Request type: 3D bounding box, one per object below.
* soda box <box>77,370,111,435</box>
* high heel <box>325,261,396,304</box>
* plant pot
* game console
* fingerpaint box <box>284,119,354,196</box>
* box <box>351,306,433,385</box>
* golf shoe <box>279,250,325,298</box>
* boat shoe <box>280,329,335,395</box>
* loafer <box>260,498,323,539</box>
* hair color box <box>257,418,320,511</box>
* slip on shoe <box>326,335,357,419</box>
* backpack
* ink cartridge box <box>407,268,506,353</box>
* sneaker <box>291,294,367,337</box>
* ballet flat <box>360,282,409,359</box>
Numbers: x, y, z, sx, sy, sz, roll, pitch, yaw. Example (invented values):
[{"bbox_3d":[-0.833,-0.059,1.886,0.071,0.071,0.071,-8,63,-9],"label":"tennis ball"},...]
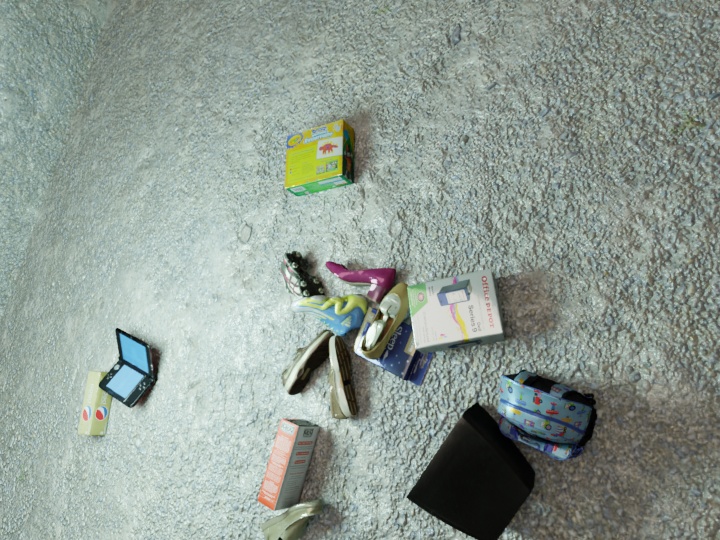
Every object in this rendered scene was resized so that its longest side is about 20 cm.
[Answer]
[{"bbox_3d":[-0.877,0.441,1.763,0.066,0.064,0.205,-3,75,30],"label":"soda box"},{"bbox_3d":[0.000,0.000,1.365,0.198,0.067,0.098,31,91,23],"label":"high heel"},{"bbox_3d":[0.233,0.405,1.042,0.176,0.199,0.202,36,95,22],"label":"plant pot"},{"bbox_3d":[-0.755,0.308,1.687,0.197,0.120,0.174,16,56,33],"label":"game console"},{"bbox_3d":[-0.116,-0.319,1.516,0.196,0.073,0.171,-9,73,28],"label":"fingerpaint box"},{"bbox_3d":[0.080,0.182,1.284,0.197,0.032,0.124,22,88,32],"label":"box"},{"bbox_3d":[-0.160,0.044,1.454,0.088,0.076,0.202,-52,57,40],"label":"golf shoe"},{"bbox_3d":[-0.145,0.225,1.382,0.204,0.074,0.075,-52,52,8],"label":"boat shoe"},{"bbox_3d":[-0.159,0.615,1.283,0.199,0.075,0.069,-38,61,27],"label":"loafer"},{"bbox_3d":[-0.176,0.477,1.312,0.060,0.101,0.205,13,82,32],"label":"hair color box"},{"bbox_3d":[-0.058,0.266,1.318,0.059,0.076,0.205,-19,77,24],"label":"slip on shoe"},{"bbox_3d":[0.343,0.269,1.001,0.180,0.199,0.138,17,85,32],"label":"backpack"},{"bbox_3d":[0.214,0.093,1.181,0.195,0.087,0.149,-11,71,16],"label":"ink cartridge box"},{"bbox_3d":[-0.078,0.117,1.342,0.194,0.076,0.108,-4,84,4],"label":"sneaker"},{"bbox_3d":[0.060,0.118,1.257,0.068,0.063,0.204,23,85,33],"label":"ballet flat"}]
